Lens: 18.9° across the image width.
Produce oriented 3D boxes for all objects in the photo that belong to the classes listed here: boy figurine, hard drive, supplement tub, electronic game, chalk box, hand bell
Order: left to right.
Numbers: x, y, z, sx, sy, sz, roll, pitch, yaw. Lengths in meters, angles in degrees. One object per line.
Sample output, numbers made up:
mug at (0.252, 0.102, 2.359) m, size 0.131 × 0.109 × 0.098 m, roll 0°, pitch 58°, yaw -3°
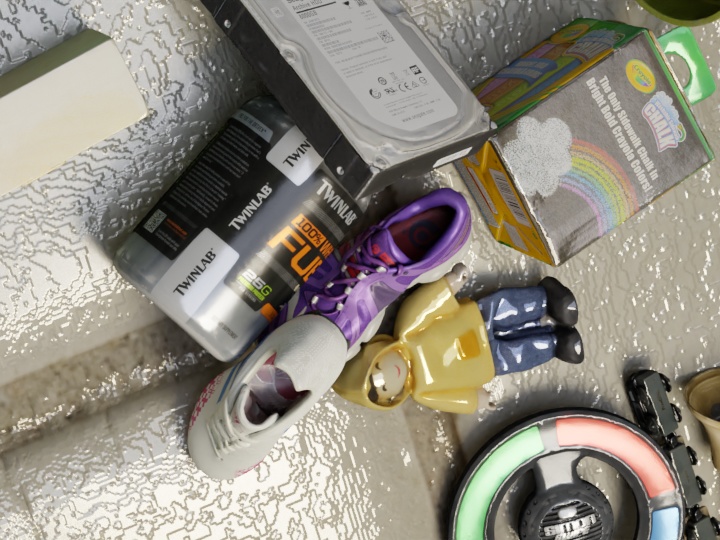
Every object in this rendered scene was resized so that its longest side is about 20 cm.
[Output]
supplement tub at (-0.077, -0.042, 1.591) m, size 0.123 × 0.123 × 0.200 m, roll 42°, pitch 86°, yaw -22°
hard drive at (-0.009, -0.152, 1.555) m, size 0.140 × 0.038 × 0.200 m, roll -22°, pitch 68°, yaw -43°
boy figurine at (0.072, 0.057, 1.699) m, size 0.199 × 0.064 × 0.125 m, roll -13°, pitch 108°, yaw -19°
electronic game at (0.168, 0.207, 1.761) m, size 0.199 × 0.042 × 0.201 m, roll -2°, pitch 105°, yaw -9°
chalk box at (0.180, -0.114, 1.671) m, size 0.200 × 0.124 × 0.125 m, roll -34°, pitch 109°, yaw -11°
hand bell at (0.322, 0.191, 1.818) m, size 0.104 × 0.104 × 0.201 m, roll -12°, pitch 118°, yaw -17°

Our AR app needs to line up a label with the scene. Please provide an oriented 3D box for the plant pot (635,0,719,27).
plant pot at (0.308, -0.306, 1.652) m, size 0.193 × 0.200 × 0.201 m, roll -19°, pitch 107°, yaw -27°

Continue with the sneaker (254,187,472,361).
sneaker at (0.000, 0.000, 1.639) m, size 0.200 × 0.083 × 0.081 m, roll -41°, pitch 79°, yaw -10°

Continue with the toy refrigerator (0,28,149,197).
toy refrigerator at (-0.256, -0.093, 1.542) m, size 0.200 × 0.076 × 0.070 m, roll -30°, pitch 110°, yaw -13°

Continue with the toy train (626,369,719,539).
toy train at (0.263, 0.172, 1.801) m, size 0.034 × 0.046 × 0.200 m, roll -27°, pitch 106°, yaw -19°

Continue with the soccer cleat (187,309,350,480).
soccer cleat at (-0.084, 0.102, 1.593) m, size 0.070 × 0.200 × 0.086 m, roll 43°, pitch 40°, yaw 1°
